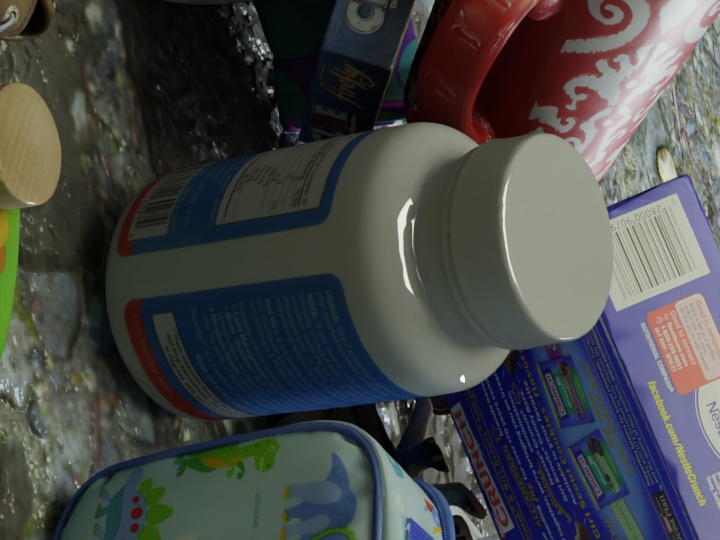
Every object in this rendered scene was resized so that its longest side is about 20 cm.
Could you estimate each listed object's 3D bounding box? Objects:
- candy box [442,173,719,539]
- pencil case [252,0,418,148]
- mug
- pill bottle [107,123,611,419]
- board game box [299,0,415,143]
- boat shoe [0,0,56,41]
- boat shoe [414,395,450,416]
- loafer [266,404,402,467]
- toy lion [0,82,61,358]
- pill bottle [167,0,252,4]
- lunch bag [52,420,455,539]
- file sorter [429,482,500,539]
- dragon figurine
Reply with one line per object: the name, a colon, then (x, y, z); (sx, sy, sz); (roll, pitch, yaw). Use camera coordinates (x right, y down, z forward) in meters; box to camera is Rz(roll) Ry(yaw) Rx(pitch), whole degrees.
candy box: (0.114, 0.066, 1.076); (0.077, 0.200, 0.170); (-21, 86, -23)
pencil case: (-0.023, -0.168, 1.195); (0.092, 0.085, 0.201); (28, 48, -83)
mug: (0.080, -0.125, 1.055); (0.177, 0.200, 0.134); (-12, 61, -25)
pill bottle: (0.000, 0.000, 0.973); (0.112, 0.199, 0.113); (13, 74, -51)
board game box: (0.021, -0.166, 1.086); (0.136, 0.034, 0.201); (111, -3, -74)
boat shoe: (-0.154, -0.116, 0.864); (0.073, 0.072, 0.200); (69, 16, -2)
boat shoe: (0.027, 0.009, 1.207); (0.075, 0.074, 0.203); (-44, 144, -33)
loafer: (-0.025, 0.072, 1.101); (0.063, 0.072, 0.201); (30, 41, -34)
toy lion: (-0.186, 0.002, 0.784); (0.200, 0.068, 0.193); (34, 54, -57)
pill bottle: (-0.069, -0.237, 1.098); (0.112, 0.112, 0.201); (16, 63, -63)
lunch bag: (-0.040, 0.164, 0.883); (0.082, 0.160, 0.201); (44, 38, -50)
file sorter: (0.122, 0.215, 1.259); (0.200, 0.124, 0.139); (52, 33, -42)
dragon figurine: (0.009, 0.134, 1.131); (0.059, 0.099, 0.201); (54, 14, -40)
